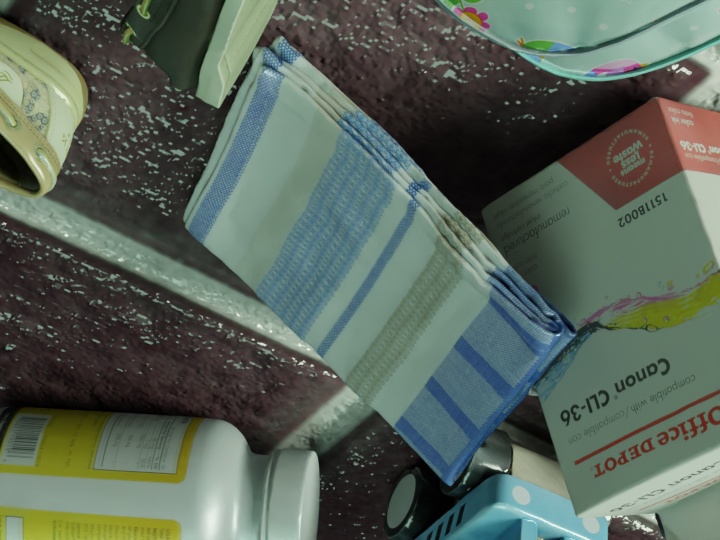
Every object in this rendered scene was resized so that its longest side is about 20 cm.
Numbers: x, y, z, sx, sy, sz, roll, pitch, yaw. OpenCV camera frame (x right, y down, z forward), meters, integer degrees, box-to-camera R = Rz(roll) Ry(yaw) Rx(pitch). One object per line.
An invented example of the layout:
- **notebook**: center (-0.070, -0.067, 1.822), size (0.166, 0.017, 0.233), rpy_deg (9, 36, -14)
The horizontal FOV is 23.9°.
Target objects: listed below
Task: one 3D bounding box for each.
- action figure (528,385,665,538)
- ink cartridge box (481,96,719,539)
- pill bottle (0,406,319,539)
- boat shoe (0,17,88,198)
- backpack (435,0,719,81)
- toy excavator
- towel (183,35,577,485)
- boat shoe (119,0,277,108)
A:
- **action figure**: center (0.152, 0.063, 0.914), size (0.130, 0.069, 0.200), rpy_deg (-11, 125, 31)
- **ink cartridge box**: center (0.142, 0.038, 0.777), size (0.067, 0.200, 0.116), rpy_deg (6, 150, -44)
- **pill bottle**: center (-0.129, 0.142, 1.016), size (0.200, 0.112, 0.112), rpy_deg (3, 140, 6)
- **boat shoe**: center (-0.220, -0.104, 0.782), size (0.200, 0.063, 0.073), rpy_deg (26, 137, -20)
- **backpack**: center (0.086, -0.163, 0.598), size (0.176, 0.153, 0.200), rpy_deg (-27, 131, 29)
- **toy excavator**: center (0.092, 0.183, 0.959), size (0.100, 0.200, 0.194), rpy_deg (24, 138, -18)
- **towel**: center (0.000, 0.000, 0.818), size (0.200, 0.024, 0.147), rpy_deg (45, 139, 11)
- **boat shoe**: center (-0.063, -0.129, 0.688), size (0.061, 0.072, 0.201), rpy_deg (29, 158, -2)
